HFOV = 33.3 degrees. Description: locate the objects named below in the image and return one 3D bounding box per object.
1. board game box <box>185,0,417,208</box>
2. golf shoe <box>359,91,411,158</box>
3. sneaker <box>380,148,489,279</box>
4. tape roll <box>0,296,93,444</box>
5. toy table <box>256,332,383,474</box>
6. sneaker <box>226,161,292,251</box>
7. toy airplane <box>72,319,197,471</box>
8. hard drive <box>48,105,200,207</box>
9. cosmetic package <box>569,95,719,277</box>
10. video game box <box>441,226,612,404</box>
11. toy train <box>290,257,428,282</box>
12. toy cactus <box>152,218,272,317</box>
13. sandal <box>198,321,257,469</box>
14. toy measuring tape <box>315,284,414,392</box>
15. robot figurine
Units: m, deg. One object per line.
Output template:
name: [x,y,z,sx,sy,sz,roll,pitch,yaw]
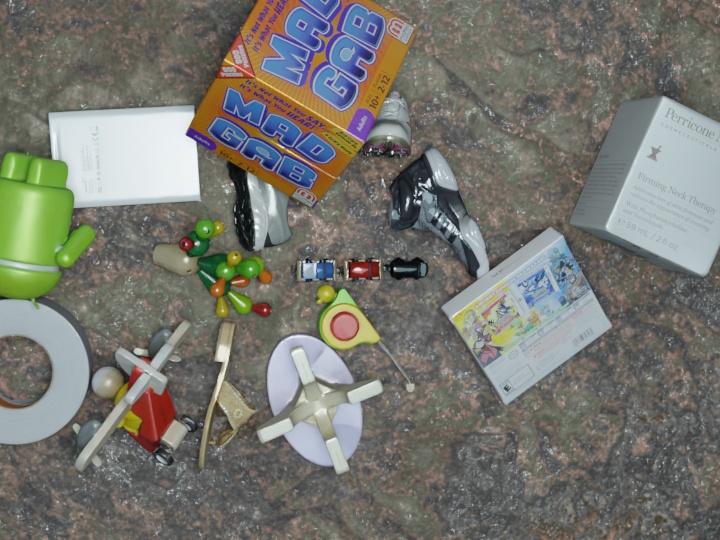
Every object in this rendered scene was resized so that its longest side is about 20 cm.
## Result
board game box: [-0.079,-0.244,1.575,0.199,0.200,0.201,30,61,-9]
golf shoe: [0.033,-0.197,1.630,0.072,0.200,0.093,4,97,-2]
sneaker: [0.103,-0.064,1.720,0.113,0.076,0.201,-25,99,2]
tape roll: [-0.473,0.135,1.666,0.198,0.066,0.202,-1,95,-7]
toy table: [-0.059,0.190,1.701,0.183,0.117,0.201,-33,98,-3]
sneaker: [-0.138,-0.130,1.688,0.079,0.074,0.202,-7,94,-31]
toy airplane: [-0.308,0.165,1.632,0.140,0.200,0.201,22,101,21]
hard drive: [-0.326,-0.158,1.675,0.198,0.027,0.133,-4,96,-6]
cosmetic package: [0.427,-0.120,1.706,0.166,0.166,0.201,23,91,-9]
video game box: [0.241,0.067,1.736,0.199,0.047,0.183,-35,121,-3]
toy train: [0.000,0.000,1.723,0.198,0.046,0.034,-1,96,-7]
toy cactus: [-0.212,0.000,1.661,0.164,0.200,0.103,10,67,24]
sandal: [-0.179,0.182,1.703,0.069,0.078,0.214,9,90,-2]
toy measuring tape: [-0.004,0.108,1.723,0.073,0.074,0.201,-37,99,-2]
robot figurine: [-0.447,-0.053,1.604,0.174,0.116,0.202,11,94,17]
